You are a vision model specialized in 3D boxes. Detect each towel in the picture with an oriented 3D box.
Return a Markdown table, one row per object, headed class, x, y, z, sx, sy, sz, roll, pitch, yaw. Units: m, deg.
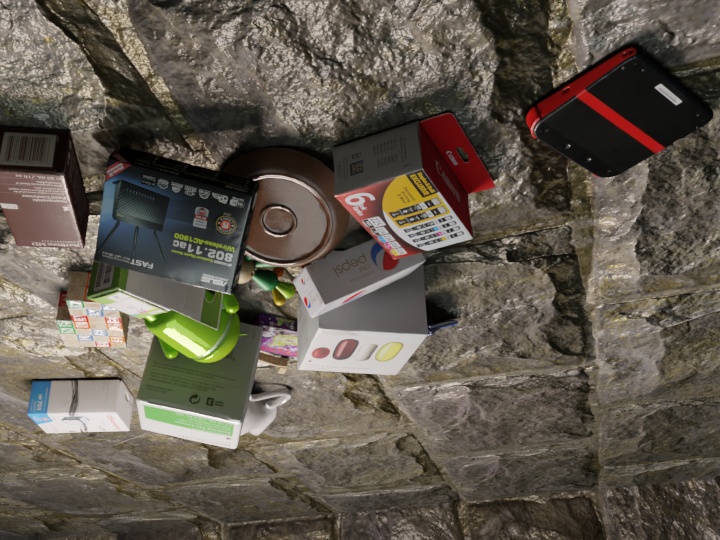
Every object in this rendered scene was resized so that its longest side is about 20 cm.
| class | x | y | z | sx | sy | sz | roll | pitch | yaw |
| --- | --- | --- | --- | --- | --- | --- | --- | --- | --- |
| towel | 0.079 | 0.134 | 1.630 | 0.199 | 0.024 | 0.145 | -17 | 176 | 27 |

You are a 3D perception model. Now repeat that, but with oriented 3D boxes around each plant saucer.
| class | x | y | z | sx | sy | sz | roll | pitch | yaw |
| --- | --- | --- | --- | --- | --- | --- | --- | --- | --- |
| plant saucer | -0.114 | -0.079 | 1.176 | 0.199 | 0.035 | 0.201 | 2 | 128 | 3 |

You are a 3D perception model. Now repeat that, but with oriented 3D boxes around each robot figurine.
| class | x | y | z | sx | sy | sz | roll | pitch | yaw |
| --- | --- | --- | --- | --- | --- | --- | --- | --- | --- |
| robot figurine | -0.294 | 0.086 | 1.449 | 0.175 | 0.116 | 0.200 | -37 | 126 | 17 |

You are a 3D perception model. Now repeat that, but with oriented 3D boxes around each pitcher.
| class | x | y | z | sx | sy | sz | roll | pitch | yaw |
| --- | --- | --- | --- | --- | --- | --- | --- | --- | --- |
| pitcher | -0.270 | 0.317 | 1.935 | 0.171 | 0.122 | 0.200 | -39 | 150 | 19 |

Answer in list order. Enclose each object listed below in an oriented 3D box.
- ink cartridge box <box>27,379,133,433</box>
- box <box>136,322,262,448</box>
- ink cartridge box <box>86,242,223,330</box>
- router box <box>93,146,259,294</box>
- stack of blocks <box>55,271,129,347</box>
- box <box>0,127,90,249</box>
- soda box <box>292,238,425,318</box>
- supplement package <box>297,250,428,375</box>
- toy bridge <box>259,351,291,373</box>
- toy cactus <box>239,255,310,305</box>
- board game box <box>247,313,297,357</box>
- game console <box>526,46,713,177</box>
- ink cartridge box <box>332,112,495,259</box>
| class | x | y | z | sx | sy | sz | roll | pitch | yaw |
| --- | --- | --- | --- | --- | --- | --- | --- | --- | --- |
| ink cartridge box | -0.643 | 0.314 | 1.913 | 0.199 | 0.086 | 0.147 | 0 | 152 | -1 |
| box | -0.305 | 0.207 | 1.583 | 0.198 | 0.201 | 0.172 | 13 | 151 | -5 |
| ink cartridge box | -0.305 | 0.003 | 1.275 | 0.075 | 0.149 | 0.200 | -14 | 150 | 34 |
| router box | -0.249 | -0.066 | 1.120 | 0.199 | 0.062 | 0.151 | 14 | 114 | -4 |
| stack of blocks | -0.486 | 0.074 | 1.497 | 0.115 | 0.059 | 0.200 | 3 | 152 | -10 |
| box | -0.440 | -0.108 | 1.143 | 0.100 | 0.075 | 0.200 | 2 | 154 | -9 |
| soda box | 0.000 | 0.000 | 1.285 | 0.199 | 0.068 | 0.064 | -23 | 169 | -31 |
| supplement package | -0.002 | 0.079 | 1.447 | 0.190 | 0.148 | 0.200 | 4 | 153 | -12 |
| toy bridge | -0.246 | 0.191 | 1.770 | 0.199 | 0.027 | 0.067 | 5 | 150 | -15 |
| toy cactus | -0.151 | -0.006 | 1.306 | 0.164 | 0.103 | 0.200 | -19 | 152 | -9 |
| board game box | -0.143 | 0.138 | 1.680 | 0.199 | 0.032 | 0.120 | 14 | 152 | -29 |
| game console | 0.335 | -0.199 | 1.080 | 0.199 | 0.031 | 0.177 | 21 | 140 | -37 |
| ink cartridge box | 0.083 | -0.113 | 1.160 | 0.175 | 0.084 | 0.200 | -15 | 149 | 22 |
